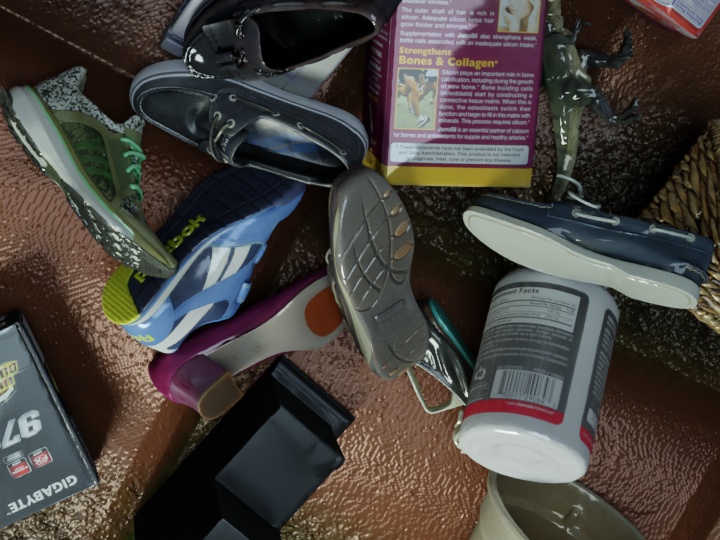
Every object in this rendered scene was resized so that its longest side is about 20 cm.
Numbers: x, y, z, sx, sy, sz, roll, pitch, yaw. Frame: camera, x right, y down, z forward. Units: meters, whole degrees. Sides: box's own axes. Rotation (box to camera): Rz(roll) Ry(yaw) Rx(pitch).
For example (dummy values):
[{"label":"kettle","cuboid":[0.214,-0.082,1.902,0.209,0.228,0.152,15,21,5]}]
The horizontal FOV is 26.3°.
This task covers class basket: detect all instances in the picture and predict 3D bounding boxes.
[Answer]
[{"label":"basket","cuboid":[0.343,-0.008,1.308,0.199,0.143,0.149,35,97,-35]}]

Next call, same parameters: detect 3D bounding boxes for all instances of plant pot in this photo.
[{"label":"plant pot","cuboid":[0.147,0.301,1.361,0.199,0.201,0.184,28,109,-17]}]

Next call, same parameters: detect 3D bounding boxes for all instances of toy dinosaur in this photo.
[{"label":"toy dinosaur","cuboid":[0.191,-0.158,1.310,0.087,0.048,0.202,-7,107,6]}]

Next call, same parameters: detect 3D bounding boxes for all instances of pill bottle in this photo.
[{"label":"pill bottle","cuboid":[0.155,0.066,1.291,0.110,0.111,0.202,24,64,-17]}]

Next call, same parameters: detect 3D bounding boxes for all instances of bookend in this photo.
[{"label":"bookend","cuboid":[-0.087,0.197,1.266,0.092,0.199,0.200,41,93,-16]}]

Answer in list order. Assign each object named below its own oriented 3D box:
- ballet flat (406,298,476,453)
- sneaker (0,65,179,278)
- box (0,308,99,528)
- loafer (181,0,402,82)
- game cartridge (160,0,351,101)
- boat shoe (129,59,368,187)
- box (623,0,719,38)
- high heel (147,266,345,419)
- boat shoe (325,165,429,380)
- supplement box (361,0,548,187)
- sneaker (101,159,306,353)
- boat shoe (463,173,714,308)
[{"label":"ballet flat","cuboid":[0.096,0.113,1.357,0.068,0.068,0.200,-39,99,11]},{"label":"sneaker","cuboid":[-0.196,-0.085,1.213,0.088,0.077,0.200,-38,84,-16]},{"label":"box","cuboid":[-0.340,0.145,1.281,0.198,0.046,0.160,-24,108,-5]},{"label":"loafer","cuboid":[-0.059,-0.180,1.150,0.199,0.063,0.072,-15,132,31]},{"label":"game cartridge","cuboid":[-0.058,-0.209,1.192,0.129,0.039,0.200,24,140,-20]},{"label":"boat shoe","cuboid":[-0.092,-0.110,1.234,0.198,0.067,0.070,18,128,-7]},{"label":"box","cuboid":[0.213,-0.288,1.252,0.199,0.096,0.100,33,96,-18]},{"label":"high heel","cuboid":[-0.089,0.043,1.312,0.199,0.096,0.068,-35,128,-23]},{"label":"boat shoe","cuboid":[0.000,0.000,1.258,0.074,0.073,0.201,-28,129,-24]},{"label":"supplement box","cuboid":[0.074,-0.175,1.250,0.129,0.103,0.202,2,105,-12]},{"label":"sneaker","cuboid":[-0.120,-0.013,1.272,0.200,0.074,0.082,-41,134,-7]},{"label":"boat shoe","cuboid":[0.181,-0.029,1.228,0.198,0.075,0.062,17,72,18]}]
